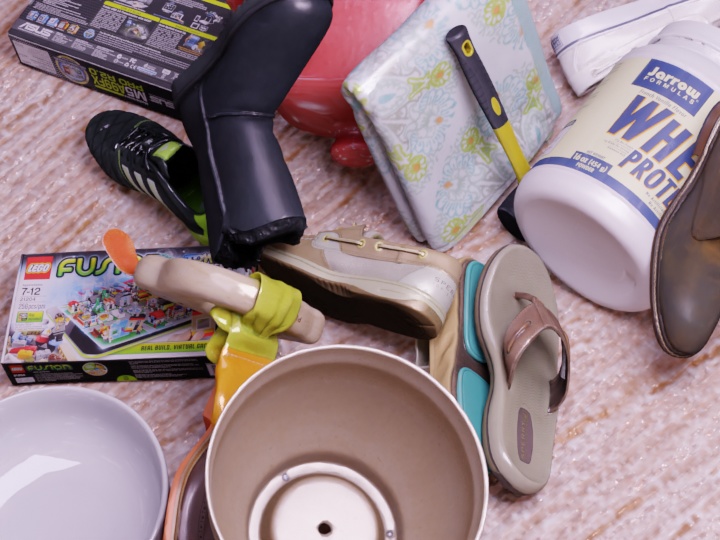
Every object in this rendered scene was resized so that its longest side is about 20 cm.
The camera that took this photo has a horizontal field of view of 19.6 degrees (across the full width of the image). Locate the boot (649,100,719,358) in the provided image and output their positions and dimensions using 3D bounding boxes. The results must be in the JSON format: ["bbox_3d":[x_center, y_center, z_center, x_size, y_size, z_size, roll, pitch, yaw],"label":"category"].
[{"bbox_3d":[0.268,-0.029,1.508,0.074,0.097,0.202,14,93,-19],"label":"boot"}]

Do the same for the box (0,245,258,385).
[{"bbox_3d":[-0.187,0.036,1.701,0.198,0.035,0.111,-3,55,9],"label":"box"}]

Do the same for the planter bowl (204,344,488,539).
[{"bbox_3d":[-0.018,0.171,1.495,0.198,0.135,0.202,3,66,-8],"label":"planter bowl"}]

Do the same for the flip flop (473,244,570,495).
[{"bbox_3d":[0.130,0.071,1.578,0.057,0.081,0.202,-32,44,45],"label":"flip flop"}]

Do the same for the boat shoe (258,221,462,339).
[{"bbox_3d":[0.000,0.000,1.648,0.199,0.074,0.067,18,65,39],"label":"boat shoe"}]

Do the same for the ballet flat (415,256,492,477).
[{"bbox_3d":[0.073,0.083,1.611,0.063,0.069,0.201,-22,46,31],"label":"ballet flat"}]

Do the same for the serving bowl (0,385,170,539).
[{"bbox_3d":[-0.236,0.189,1.585,0.198,0.066,0.202,-6,55,8],"label":"serving bowl"}]

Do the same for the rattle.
[{"bbox_3d":[-0.135,0.055,1.612,0.198,0.130,0.144,12,96,28],"label":"rattle"}]

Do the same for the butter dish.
[{"bbox_3d":[-0.003,-0.160,1.731,0.198,0.199,0.149,-2,78,12],"label":"butter dish"}]

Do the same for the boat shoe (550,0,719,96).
[{"bbox_3d":[0.263,-0.199,1.764,0.198,0.071,0.070,-19,81,-7],"label":"boat shoe"}]

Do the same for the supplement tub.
[{"bbox_3d":[0.229,-0.084,1.633,0.144,0.145,0.200,28,65,27],"label":"supplement tub"}]

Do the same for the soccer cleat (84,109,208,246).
[{"bbox_3d":[-0.164,-0.090,1.754,0.067,0.081,0.200,-41,58,-18],"label":"soccer cleat"}]

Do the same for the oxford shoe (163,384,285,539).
[{"bbox_3d":[-0.097,0.164,1.574,0.072,0.072,0.201,10,58,13],"label":"oxford shoe"}]

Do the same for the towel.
[{"bbox_3d":[0.080,-0.133,1.668,0.048,0.201,0.171,26,64,40],"label":"towel"}]

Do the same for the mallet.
[{"bbox_3d":[0.120,-0.117,1.652,0.066,0.201,0.041,-36,36,-21],"label":"mallet"}]

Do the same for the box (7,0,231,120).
[{"bbox_3d":[-0.194,-0.230,1.882,0.199,0.044,0.161,20,61,23],"label":"box"}]

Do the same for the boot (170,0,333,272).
[{"bbox_3d":[-0.068,-0.108,1.612,0.076,0.200,0.169,-1,65,-40],"label":"boot"}]
